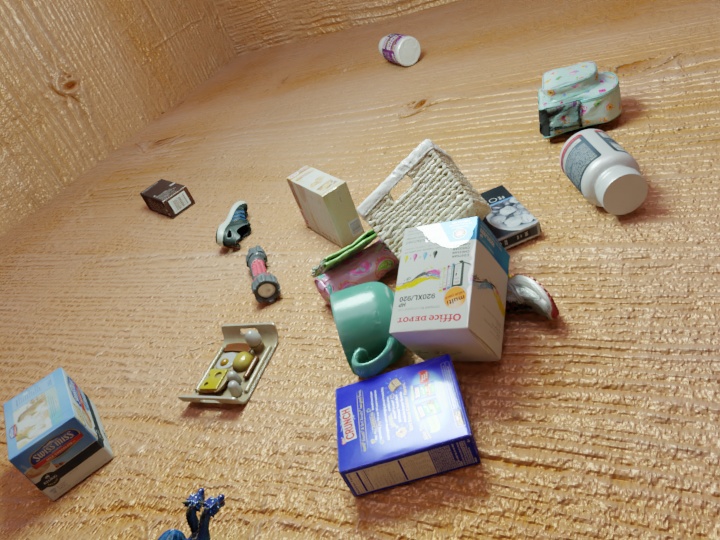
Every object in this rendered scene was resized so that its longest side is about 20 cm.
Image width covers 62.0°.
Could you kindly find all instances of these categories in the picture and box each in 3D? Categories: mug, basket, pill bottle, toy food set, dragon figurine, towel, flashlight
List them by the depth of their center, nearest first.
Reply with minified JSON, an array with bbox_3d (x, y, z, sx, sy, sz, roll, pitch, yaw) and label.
[{"bbox_3d":[-0.263,0.412,0.860,0.059,0.100,0.200,9,45,40],"label":"dragon figurine"},{"bbox_3d":[0.026,0.111,1.070,0.114,0.152,0.186,-18,62,3],"label":"mug"},{"bbox_3d":[0.133,-0.124,1.198,0.198,0.161,0.200,-43,-15,17],"label":"basket"},{"bbox_3d":[-0.266,0.185,1.215,0.143,0.061,0.201,-5,37,26],"label":"toy food set"},{"bbox_3d":[0.500,-0.201,1.235,0.119,0.120,0.201,-18,34,7],"label":"pill bottle"},{"bbox_3d":[-0.036,-0.041,1.322,0.149,0.031,0.200,-34,-1,-15],"label":"towel"},{"bbox_3d":[-0.239,0.002,1.447,0.067,0.068,0.200,-26,34,-2],"label":"flashlight"},{"bbox_3d":[0.151,-0.896,2.425,0.112,0.113,0.200,-30,34,-11],"label":"pill bottle"}]

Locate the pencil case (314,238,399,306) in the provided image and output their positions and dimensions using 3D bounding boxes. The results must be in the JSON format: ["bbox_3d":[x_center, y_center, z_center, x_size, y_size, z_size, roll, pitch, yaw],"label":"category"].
[{"bbox_3d":[0.000,0.000,1.289,0.199,0.088,0.087,-33,34,-13],"label":"pencil case"}]

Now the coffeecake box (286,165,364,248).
[{"bbox_3d":[-0.090,-0.163,1.509,0.073,0.154,0.200,-34,35,-18],"label":"coffeecake box"}]

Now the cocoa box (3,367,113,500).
[{"bbox_3d":[-0.593,0.312,1.171,0.133,0.132,0.200,-35,35,-17],"label":"cocoa box"}]

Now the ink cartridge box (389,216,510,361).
[{"bbox_3d":[0.155,0.039,1.021,0.146,0.145,0.201,-7,60,33],"label":"ink cartridge box"}]

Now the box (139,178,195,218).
[{"bbox_3d":[-0.661,-0.249,2.052,0.100,0.075,0.199,-42,36,-26],"label":"box"}]

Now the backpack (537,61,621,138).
[{"bbox_3d":[0.550,-0.435,1.509,0.198,0.154,0.176,-2,33,18],"label":"backpack"}]

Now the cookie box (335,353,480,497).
[{"bbox_3d":[0.066,0.236,0.928,0.199,0.076,0.172,-18,34,8],"label":"cookie box"}]

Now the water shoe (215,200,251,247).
[{"bbox_3d":[-0.345,-0.125,1.710,0.078,0.072,0.201,13,39,3],"label":"water shoe"}]

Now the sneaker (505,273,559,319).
[{"bbox_3d":[0.268,0.052,1.079,0.082,0.078,0.200,-50,36,-13],"label":"sneaker"}]

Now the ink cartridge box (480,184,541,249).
[{"bbox_3d":[0.260,-0.098,1.307,0.199,0.044,0.199,-24,33,2],"label":"ink cartridge box"}]
